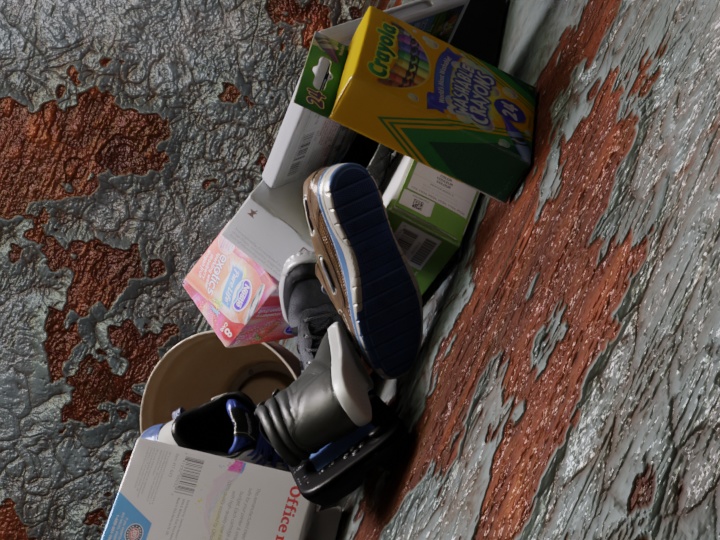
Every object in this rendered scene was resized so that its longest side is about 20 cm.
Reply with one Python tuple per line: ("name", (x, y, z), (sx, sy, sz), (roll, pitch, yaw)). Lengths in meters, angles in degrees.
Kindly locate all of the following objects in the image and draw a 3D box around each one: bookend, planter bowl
("bookend", (0.070, -0.197, 1.747), (0.199, 0.092, 0.200), (-76, 11, -46))
("planter bowl", (-0.122, 0.161, 1.763), (0.201, 0.200, 0.135), (-65, -19, 10))

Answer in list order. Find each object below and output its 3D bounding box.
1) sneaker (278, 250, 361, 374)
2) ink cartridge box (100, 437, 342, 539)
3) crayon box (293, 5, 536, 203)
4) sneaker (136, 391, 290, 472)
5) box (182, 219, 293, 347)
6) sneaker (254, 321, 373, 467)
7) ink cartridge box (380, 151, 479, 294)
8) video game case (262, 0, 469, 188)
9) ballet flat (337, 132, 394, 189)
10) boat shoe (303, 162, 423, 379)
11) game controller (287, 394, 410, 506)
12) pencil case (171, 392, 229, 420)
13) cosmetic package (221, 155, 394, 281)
("sneaker", (-0.031, 0.084, 1.556), (0.114, 0.075, 0.200), (-98, -2, -54))
("ink cartridge box", (-0.126, 0.258, 1.478), (0.125, 0.199, 0.129), (94, -169, -56))
("crayon box", (0.051, -0.150, 1.366), (0.052, 0.200, 0.126), (-59, 12, 36))
("sneaker", (-0.106, 0.174, 1.548), (0.115, 0.199, 0.081), (137, 137, -56))
("box", (-0.075, 0.008, 1.705), (0.200, 0.095, 0.103), (-6, -36, -52))
("sneaker", (-0.044, 0.108, 1.422), (0.099, 0.071, 0.200), (-30, 12, 7))
("ink cartridge box", (0.066, -0.081, 1.536), (0.200, 0.076, 0.148), (-67, 6, -34))
("video game case", (0.004, -0.175, 1.540), (0.182, 0.022, 0.200), (-24, -26, -35))
("ballet flat", (0.005, -0.123, 1.532), (0.200, 0.057, 0.066), (-60, 37, 15))
("boat shoe", (0.000, 0.000, 1.442), (0.072, 0.072, 0.201), (1, 108, 57))
("game controller", (-0.014, 0.155, 1.403), (0.104, 0.042, 0.200), (-27, 6, -5))
("pencil case", (-0.131, 0.229, 1.631), (0.089, 0.078, 0.200), (112, 140, -65))
("cosmetic package", (-0.050, -0.077, 1.642), (0.074, 0.102, 0.200), (-48, 4, 42))
